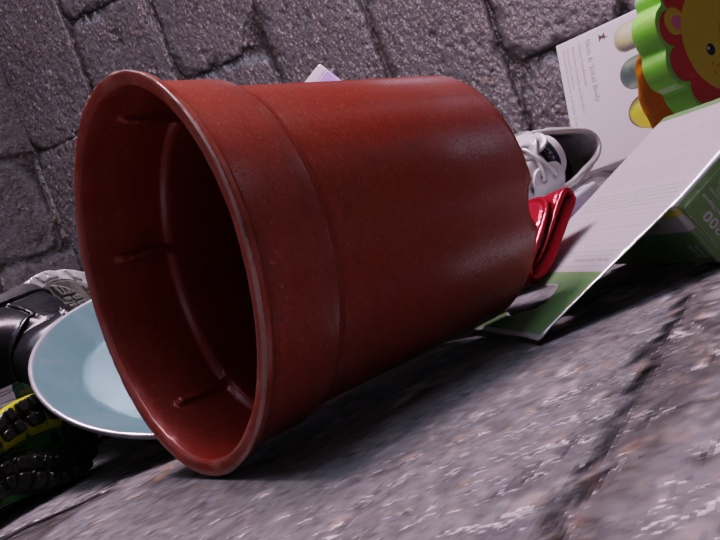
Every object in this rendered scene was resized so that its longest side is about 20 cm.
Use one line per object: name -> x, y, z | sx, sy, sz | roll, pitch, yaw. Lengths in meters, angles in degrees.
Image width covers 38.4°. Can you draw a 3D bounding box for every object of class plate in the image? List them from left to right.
plate -> -0.121, 0.060, 0.698 | 0.199, 0.026, 0.201 | -1, 27, 0

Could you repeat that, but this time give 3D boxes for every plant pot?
plant pot -> -0.023, -0.018, 0.558 | 0.194, 0.202, 0.200 | -16, 0, -34

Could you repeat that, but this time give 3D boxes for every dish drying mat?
dish drying mat -> 0.056, 0.004, 0.678 | 0.200, 0.018, 0.077 | -25, 34, 51

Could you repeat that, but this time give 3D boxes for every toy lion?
toy lion -> 0.309, -0.172, 0.830 | 0.199, 0.193, 0.069 | -22, 4, -28

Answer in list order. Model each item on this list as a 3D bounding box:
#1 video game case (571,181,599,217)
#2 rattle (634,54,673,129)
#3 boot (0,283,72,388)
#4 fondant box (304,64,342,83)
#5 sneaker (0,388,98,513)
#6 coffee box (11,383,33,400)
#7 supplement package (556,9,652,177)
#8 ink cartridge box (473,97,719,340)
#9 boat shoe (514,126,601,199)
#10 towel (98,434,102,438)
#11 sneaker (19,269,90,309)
video game case -> 0.097, -0.010, 0.829 | 0.181, 0.024, 0.200 | -29, -1, 25
rattle -> 0.284, -0.136, 0.957 | 0.130, 0.143, 0.200 | -40, 0, 28
boot -> -0.229, 0.083, 0.755 | 0.199, 0.066, 0.165 | 20, 41, 29
fondant box -> -0.043, -0.071, 0.976 | 0.200, 0.144, 0.058 | -51, -24, 3
sneaker -> -0.251, 0.132, 0.622 | 0.085, 0.078, 0.200 | -27, -9, 27
coffee box -> -0.199, 0.072, 0.919 | 0.199, 0.044, 0.123 | -27, 4, -32
supplement package -> 0.343, -0.197, 1.103 | 0.150, 0.153, 0.199 | -2, -11, -42
ink cartridge box -> 0.160, -0.020, 0.603 | 0.200, 0.048, 0.145 | -47, 7, -8
boat shoe -> 0.138, -0.087, 0.859 | 0.065, 0.074, 0.200 | -33, -2, 39
towel -> -0.224, 0.127, 0.882 | 0.199, 0.031, 0.149 | -27, 4, -40
sneaker -> -0.314, 0.062, 0.934 | 0.199, 0.078, 0.099 | -26, -4, -43
